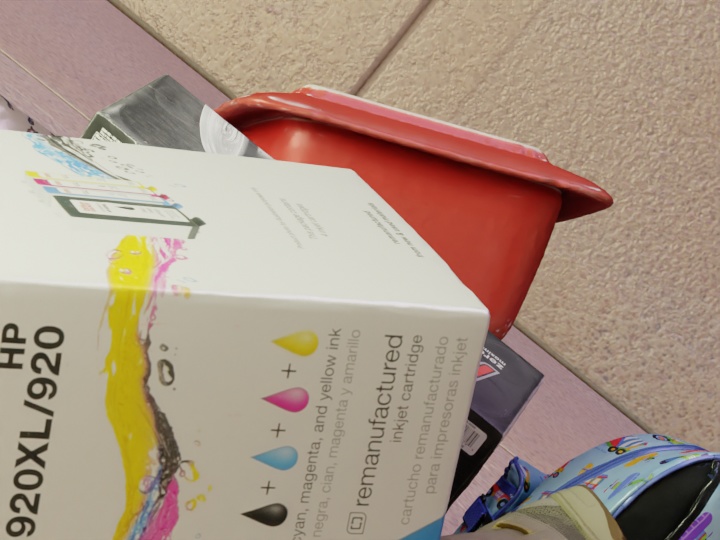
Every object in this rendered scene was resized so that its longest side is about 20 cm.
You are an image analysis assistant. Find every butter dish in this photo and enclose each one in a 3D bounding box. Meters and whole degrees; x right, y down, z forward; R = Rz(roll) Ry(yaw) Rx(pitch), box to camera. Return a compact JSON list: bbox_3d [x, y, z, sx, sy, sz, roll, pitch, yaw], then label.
[{"bbox_3d":[0.000,0.000,1.066,0.199,0.149,0.200,14,-7,-16],"label":"butter dish"}]

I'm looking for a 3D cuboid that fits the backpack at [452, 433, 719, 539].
[{"bbox_3d":[0.144,0.173,1.165,0.182,0.200,0.135,33,9,-34],"label":"backpack"}]

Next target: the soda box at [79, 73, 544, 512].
[{"bbox_3d":[-0.029,0.013,0.827,0.200,0.063,0.071,39,26,4],"label":"soda box"}]

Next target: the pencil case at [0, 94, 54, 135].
[{"bbox_3d":[-0.208,-0.056,1.283,0.200,0.078,0.090,38,22,-12],"label":"pencil case"}]

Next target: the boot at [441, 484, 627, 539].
[{"bbox_3d":[0.060,0.169,0.956,0.200,0.154,0.072,-122,-160,-70],"label":"boot"}]

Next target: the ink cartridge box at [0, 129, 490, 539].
[{"bbox_3d":[-0.086,0.046,0.691,0.199,0.148,0.145,4,20,-21],"label":"ink cartridge box"}]
